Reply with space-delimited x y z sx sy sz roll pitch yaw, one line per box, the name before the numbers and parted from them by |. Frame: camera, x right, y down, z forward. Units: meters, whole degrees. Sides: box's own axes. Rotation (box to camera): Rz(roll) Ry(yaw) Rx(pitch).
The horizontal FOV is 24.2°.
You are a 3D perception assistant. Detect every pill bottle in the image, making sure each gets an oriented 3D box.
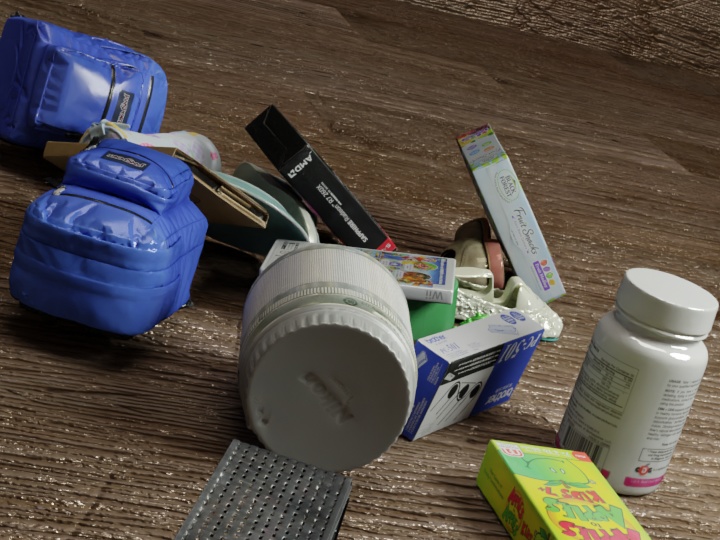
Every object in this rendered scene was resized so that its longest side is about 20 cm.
pill bottle | 0.271 0.107 1.638 0.113 0.200 0.113 16 19 -6

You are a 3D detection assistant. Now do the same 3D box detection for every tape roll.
tape roll | 0.005 0.025 1.814 0.200 0.048 0.200 6 14 -1

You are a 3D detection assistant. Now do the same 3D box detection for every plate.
plate | -0.146 -0.071 1.871 0.200 0.026 0.200 20 -18 7

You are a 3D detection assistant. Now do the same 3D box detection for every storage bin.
storage bin | -0.078 0.217 1.126 0.094 0.135 0.200 18 19 4

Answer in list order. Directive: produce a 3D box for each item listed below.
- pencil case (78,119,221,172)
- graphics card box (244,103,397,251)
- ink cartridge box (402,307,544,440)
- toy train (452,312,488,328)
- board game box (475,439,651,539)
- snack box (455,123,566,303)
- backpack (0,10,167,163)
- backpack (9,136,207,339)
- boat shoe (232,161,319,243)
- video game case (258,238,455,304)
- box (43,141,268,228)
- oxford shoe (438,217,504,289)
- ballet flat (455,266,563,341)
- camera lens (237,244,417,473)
pencil case | -0.249 -0.127 1.987 0.200 0.083 0.091 2 60 -60
graphics card box | -0.047 -0.098 2.008 0.200 0.051 0.125 49 2 -39
ink cartridge box | 0.104 0.101 1.671 0.044 0.094 0.200 35 24 24
toy train | 0.116 0.080 1.803 0.056 0.042 0.200 -7 8 26
board game box | 0.184 0.223 1.476 0.101 0.048 0.200 10 20 -20
snack box | 0.186 -0.068 2.084 0.053 0.200 0.142 -25 21 3
backpack | -0.335 -0.203 2.042 0.200 0.163 0.168 15 8 -40
backpack | -0.247 -0.031 1.610 0.162 0.168 0.200 13 18 7
boat shoe | -0.088 -0.067 2.016 0.071 0.070 0.201 16 21 -37
video game case | 0.000 0.000 1.777 0.200 0.018 0.143 6 14 3
box | -0.220 -0.093 1.800 0.200 0.021 0.163 6 -19 39
oxford shoe | 0.129 -0.023 2.090 0.075 0.071 0.200 -6 11 -3
ballet flat | 0.155 0.034 1.954 0.200 0.072 0.072 12 20 -18
camera lens | -0.030 0.076 1.525 0.160 0.160 0.200 15 19 -7
